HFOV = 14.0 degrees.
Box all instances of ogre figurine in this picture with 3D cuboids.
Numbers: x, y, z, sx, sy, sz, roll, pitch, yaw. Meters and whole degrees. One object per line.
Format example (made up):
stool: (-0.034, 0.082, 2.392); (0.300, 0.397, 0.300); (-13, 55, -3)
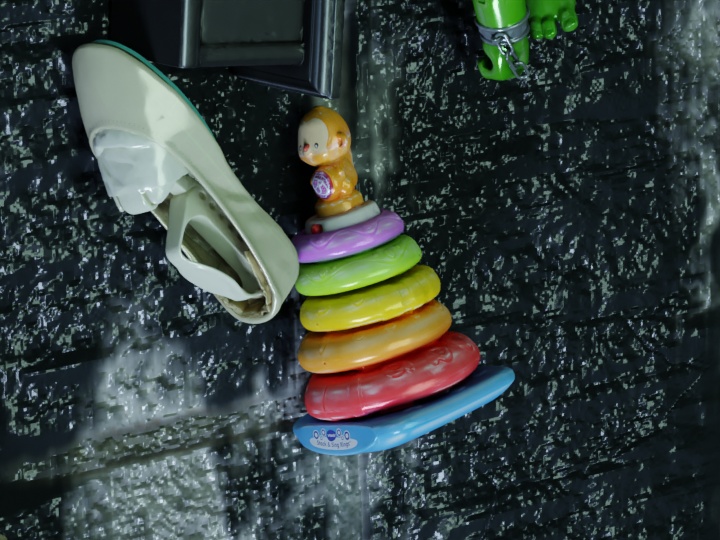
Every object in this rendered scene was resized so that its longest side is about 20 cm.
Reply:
ogre figurine: (0.108, -0.223, 1.756); (0.200, 0.098, 0.120); (-47, 143, -2)

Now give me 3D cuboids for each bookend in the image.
bookend: (-0.111, -0.195, 1.590); (0.200, 0.092, 0.199); (-3, 102, -36)

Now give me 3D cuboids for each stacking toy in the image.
stacking toy: (0.000, 0.000, 1.723); (0.110, 0.116, 0.200); (-22, 101, -35)

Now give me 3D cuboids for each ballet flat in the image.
ballet flat: (-0.102, -0.043, 1.641); (0.069, 0.069, 0.200); (-52, 124, -16)

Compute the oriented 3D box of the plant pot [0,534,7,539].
plant pot: (-0.247, 0.232, 1.543); (0.187, 0.187, 0.200); (19, 74, -38)
